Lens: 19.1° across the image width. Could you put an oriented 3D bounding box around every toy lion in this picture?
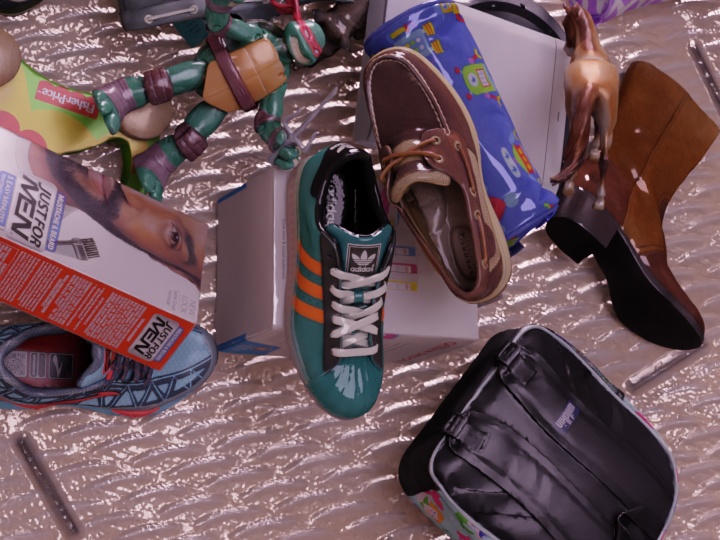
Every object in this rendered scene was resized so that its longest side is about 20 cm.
[{"bbox_3d":[-0.259,-0.073,1.620,0.199,0.069,0.193,17,81,-20],"label":"toy lion"}]

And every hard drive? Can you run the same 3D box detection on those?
[{"bbox_3d":[0.086,-0.145,1.732,0.199,0.027,0.133,14,78,-35],"label":"hard drive"}]

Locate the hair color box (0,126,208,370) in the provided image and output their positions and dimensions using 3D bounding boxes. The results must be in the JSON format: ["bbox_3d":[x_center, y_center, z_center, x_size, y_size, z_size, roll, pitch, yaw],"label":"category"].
[{"bbox_3d":[-0.214,-0.020,1.551,0.199,0.064,0.111,26,38,-21],"label":"hair color box"}]

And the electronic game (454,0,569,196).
[{"bbox_3d":[0.110,-0.141,1.799,0.199,0.042,0.202,4,82,-30],"label":"electronic game"}]

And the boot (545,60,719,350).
[{"bbox_3d":[0.261,-0.054,1.854,0.188,0.068,0.200,41,56,-11],"label":"boot"}]

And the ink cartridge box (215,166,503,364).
[{"bbox_3d":[0.000,0.000,1.678,0.199,0.128,0.126,4,78,-24],"label":"ink cartridge box"}]

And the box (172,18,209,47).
[{"bbox_3d":[-0.162,-0.284,1.702,0.082,0.049,0.200,-43,98,-24],"label":"box"}]

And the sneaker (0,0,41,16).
[{"bbox_3d":[-0.212,-0.268,1.616,0.200,0.090,0.067,-44,97,2],"label":"sneaker"}]

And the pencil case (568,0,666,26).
[{"bbox_3d":[0.274,-0.270,1.877,0.199,0.084,0.086,-12,108,-24],"label":"pencil case"}]

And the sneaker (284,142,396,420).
[{"bbox_3d":[-0.012,0.006,1.555,0.071,0.080,0.202,-4,82,-24],"label":"sneaker"}]

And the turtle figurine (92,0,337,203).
[{"bbox_3d":[-0.091,-0.141,1.592,0.199,0.101,0.150,-29,98,3],"label":"turtle figurine"}]

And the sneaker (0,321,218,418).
[{"bbox_3d":[-0.194,0.073,1.597,0.199,0.095,0.080,-4,87,-23],"label":"sneaker"}]

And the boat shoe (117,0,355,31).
[{"bbox_3d":[-0.094,-0.211,1.658,0.198,0.073,0.062,0,96,-18],"label":"boat shoe"}]

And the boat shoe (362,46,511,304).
[{"bbox_3d":[0.050,-0.070,1.557,0.072,0.072,0.201,-21,86,18],"label":"boat shoe"}]

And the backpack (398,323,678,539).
[{"bbox_3d":[0.144,0.165,1.698,0.200,0.151,0.178,39,70,-5],"label":"backpack"}]

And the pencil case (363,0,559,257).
[{"bbox_3d":[0.081,-0.108,1.628,0.087,0.078,0.201,-23,82,-42],"label":"pencil case"}]

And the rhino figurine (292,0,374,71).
[{"bbox_3d":[0.010,-0.226,1.746,0.200,0.087,0.060,-44,98,-24],"label":"rhino figurine"}]

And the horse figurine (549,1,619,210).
[{"bbox_3d":[0.180,-0.129,1.703,0.050,0.200,0.134,4,110,6],"label":"horse figurine"}]
